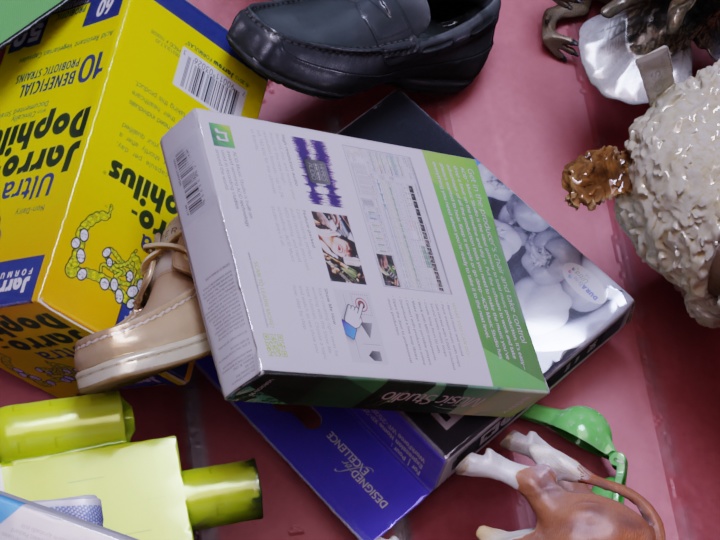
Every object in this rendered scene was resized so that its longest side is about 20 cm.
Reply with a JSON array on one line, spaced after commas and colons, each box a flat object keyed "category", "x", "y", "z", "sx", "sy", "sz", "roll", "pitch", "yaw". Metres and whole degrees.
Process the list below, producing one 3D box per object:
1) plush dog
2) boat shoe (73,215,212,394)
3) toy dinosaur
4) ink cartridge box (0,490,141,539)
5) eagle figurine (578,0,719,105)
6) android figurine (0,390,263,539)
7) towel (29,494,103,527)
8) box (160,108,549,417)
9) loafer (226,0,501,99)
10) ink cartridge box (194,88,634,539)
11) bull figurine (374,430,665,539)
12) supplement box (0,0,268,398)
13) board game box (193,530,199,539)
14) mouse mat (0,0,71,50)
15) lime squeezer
[{"category": "plush dog", "x": 0.214, "y": -0.018, "z": 1.008, "sx": 0.160, "sy": 0.200, "sz": 0.172, "roll": -11, "pitch": 42, "yaw": -36}, {"category": "boat shoe", "x": -0.079, "y": 0.004, "z": 0.979, "sx": 0.200, "sy": 0.074, "sz": 0.069, "roll": -29, "pitch": 98, "yaw": -51}, {"category": "toy dinosaur", "x": 0.139, "y": -0.185, "z": 1.188, "sx": 0.200, "sy": 0.058, "sz": 0.101, "roll": 27, "pitch": 53, "yaw": -2}, {"category": "ink cartridge box", "x": -0.176, "y": 0.194, "z": 0.825, "sx": 0.116, "sy": 0.068, "sz": 0.200, "roll": 19, "pitch": 82, "yaw": 5}, {"category": "eagle figurine", "x": 0.210, "y": -0.183, "z": 1.118, "sx": 0.151, "sy": 0.200, "sz": 0.152, "roll": -6, "pitch": 99, "yaw": 21}, {"category": "android figurine", "x": -0.140, "y": 0.149, "z": 0.923, "sx": 0.200, "sy": 0.041, "sz": 0.182, "roll": -7, "pitch": 69, "yaw": -9}, {"category": "towel", "x": -0.181, "y": 0.203, "z": 0.870, "sx": 0.147, "sy": 0.024, "sz": 0.200, "roll": -6, "pitch": 81, "yaw": 2}, {"category": "box", "x": 0.000, "y": 0.000, "z": 0.975, "sx": 0.200, "sy": 0.036, "sz": 0.144, "roll": 7, "pitch": 58, "yaw": -41}, {"category": "loafer", "x": 0.006, "y": -0.139, "z": 1.089, "sx": 0.200, "sy": 0.070, "sz": 0.068, "roll": -7, "pitch": 44, "yaw": -49}, {"category": "ink cartridge box", "x": 0.013, "y": 0.020, "z": 1.078, "sx": 0.200, "sy": 0.043, "sz": 0.198, "roll": -39, "pitch": 67, "yaw": -17}, {"category": "bull figurine", "x": 0.065, "y": 0.175, "z": 1.013, "sx": 0.200, "sy": 0.065, "sz": 0.121, "roll": -40, "pitch": 73, "yaw": -9}, {"category": "supplement box", "x": -0.141, "y": -0.044, "z": 1.046, "sx": 0.109, "sy": 0.109, "sz": 0.200, "roll": 33, "pitch": 60, "yaw": -39}, {"category": "board game box", "x": -0.188, "y": 0.207, "z": 0.969, "sx": 0.159, "sy": 0.097, "sz": 0.200, "roll": 18, "pitch": 67, "yaw": 3}, {"category": "mouse mat", "x": -0.203, "y": -0.176, "z": 1.104, "sx": 0.161, "sy": 0.008, "sz": 0.200, "roll": -38, "pitch": 35, "yaw": -16}, {"category": "lime squeezer", "x": 0.118, "y": 0.121, "z": 1.061, "sx": 0.071, "sy": 0.038, "sz": 0.200, "roll": -26, "pitch": 73, "yaw": -14}]
